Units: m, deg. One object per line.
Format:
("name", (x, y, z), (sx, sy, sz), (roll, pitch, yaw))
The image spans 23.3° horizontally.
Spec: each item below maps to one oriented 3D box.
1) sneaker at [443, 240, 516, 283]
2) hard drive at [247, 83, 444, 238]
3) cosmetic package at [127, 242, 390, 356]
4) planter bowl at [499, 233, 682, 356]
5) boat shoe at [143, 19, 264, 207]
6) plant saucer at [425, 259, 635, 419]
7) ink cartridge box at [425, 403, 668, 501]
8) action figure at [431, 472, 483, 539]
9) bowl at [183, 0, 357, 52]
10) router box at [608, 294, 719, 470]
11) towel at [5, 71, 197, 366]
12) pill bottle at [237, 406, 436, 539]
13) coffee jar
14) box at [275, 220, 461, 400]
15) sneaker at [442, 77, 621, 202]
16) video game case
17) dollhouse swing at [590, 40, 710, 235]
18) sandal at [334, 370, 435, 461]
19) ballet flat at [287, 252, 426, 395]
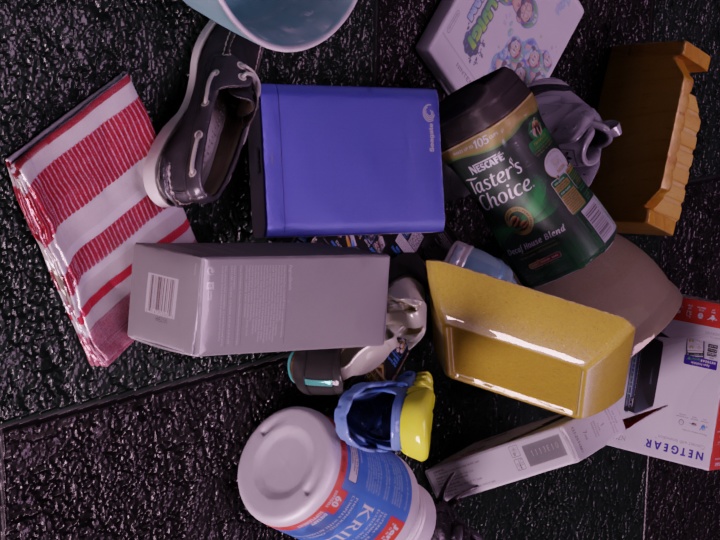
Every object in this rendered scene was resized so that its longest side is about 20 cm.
("sneaker", (0.123, 0.038, 1.729), (0.074, 0.082, 0.200), (-62, 165, -11))
("hard drive", (-0.011, -0.098, 1.565), (0.199, 0.025, 0.133), (-3, 90, -37))
("cosmetic package", (-0.082, 0.021, 1.452), (0.199, 0.107, 0.091), (3, 95, -39))
("planter bowl", (0.214, 0.026, 1.820), (0.200, 0.200, 0.135), (-42, 101, -36))
("boat shoe", (-0.115, -0.139, 1.457), (0.074, 0.060, 0.201), (54, 50, -43))
("plant saucer", (0.151, 0.076, 1.644), (0.200, 0.199, 0.049), (79, 31, -66))
("ink cartridge box", (0.192, 0.173, 1.802), (0.173, 0.200, 0.044), (-24, 89, -46))
("action figure", (0.052, 0.300, 1.739), (0.119, 0.102, 0.201), (39, 59, -40))
("bowl", (-0.092, -0.281, 1.426), (0.200, 0.105, 0.202), (-10, 104, -47))
("router box", (0.325, 0.112, 1.942), (0.049, 0.199, 0.181), (3, 96, -51))
("towel", (-0.199, -0.040, 1.420), (0.144, 0.023, 0.201), (-44, 129, -36))
("pill bottle", (-0.014, 0.208, 1.626), (0.200, 0.112, 0.113), (33, 73, -48))
("coffee jar", (0.149, -0.089, 1.653), (0.201, 0.104, 0.085), (56, 42, -9))
("box", (0.000, 0.000, 1.647), (0.200, 0.050, 0.199), (50, 62, -44))
("sneaker", (0.162, -0.117, 1.735), (0.199, 0.115, 0.075), (-33, 130, -21))
("video game case", (0.147, -0.247, 1.785), (0.182, 0.024, 0.201), (49, 63, -44))
("dollhouse swing", (0.355, -0.133, 1.961), (0.175, 0.181, 0.201), (15, 86, -30))
("sandal", (0.023, 0.127, 1.580), (0.200, 0.086, 0.080), (67, 27, -85))
("ballet flat", (0.018, 0.054, 1.591), (0.200, 0.068, 0.068), (-43, 129, -36))
